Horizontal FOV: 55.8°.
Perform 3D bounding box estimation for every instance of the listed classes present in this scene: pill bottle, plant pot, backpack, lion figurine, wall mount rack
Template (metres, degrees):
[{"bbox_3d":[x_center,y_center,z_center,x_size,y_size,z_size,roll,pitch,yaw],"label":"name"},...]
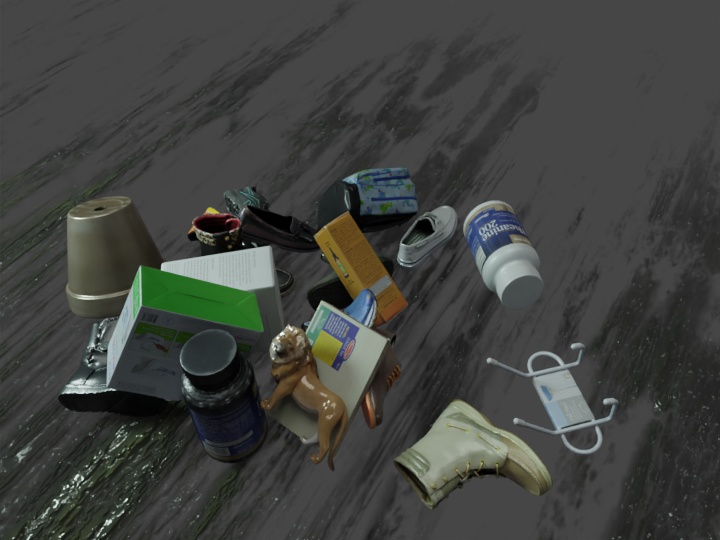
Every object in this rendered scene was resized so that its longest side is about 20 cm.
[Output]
[{"bbox_3d":[0.270,-0.029,1.274,0.108,0.113,0.203,-9,43,-5],"label":"pill bottle"},{"bbox_3d":[-0.465,-0.036,1.269,0.194,0.178,0.201,-6,23,3],"label":"plant pot"},{"bbox_3d":[-0.207,0.189,1.024,0.108,0.203,0.114,-3,43,3],"label":"pill bottle"},{"bbox_3d":[0.026,-0.139,1.378,0.195,0.162,0.159,6,75,-25],"label":"backpack"},{"bbox_3d":[-0.075,0.190,1.028,0.200,0.072,0.123,43,88,7],"label":"lion figurine"},{"bbox_3d":[0.296,0.191,1.068,0.169,0.076,0.202,-11,43,-6],"label":"wall mount rack"}]

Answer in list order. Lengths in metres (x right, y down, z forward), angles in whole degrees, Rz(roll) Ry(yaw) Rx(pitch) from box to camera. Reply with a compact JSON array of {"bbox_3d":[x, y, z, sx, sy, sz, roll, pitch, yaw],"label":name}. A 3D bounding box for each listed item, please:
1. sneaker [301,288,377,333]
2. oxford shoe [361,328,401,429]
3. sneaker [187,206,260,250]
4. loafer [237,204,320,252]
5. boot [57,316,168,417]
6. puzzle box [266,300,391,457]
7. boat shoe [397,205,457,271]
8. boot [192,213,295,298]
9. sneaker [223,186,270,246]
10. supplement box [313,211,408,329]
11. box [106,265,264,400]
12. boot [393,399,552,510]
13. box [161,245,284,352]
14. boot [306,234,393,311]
[{"bbox_3d":[-0.049,0.105,1.128,0.201,0.089,0.078,-49,13,-11],"label":"sneaker"},{"bbox_3d":[0.034,0.170,1.120,0.071,0.073,0.203,0,43,0],"label":"oxford shoe"},{"bbox_3d":[-0.277,-0.050,1.392,0.198,0.071,0.090,34,71,34],"label":"sneaker"},{"bbox_3d":[-0.154,-0.084,1.350,0.195,0.064,0.072,8,34,-32],"label":"loafer"},{"bbox_3d":[-0.401,0.157,1.166,0.194,0.078,0.171,-1,47,13],"label":"boot"},{"bbox_3d":[-0.050,0.168,1.064,0.131,0.025,0.204,28,91,23],"label":"puzzle box"},{"bbox_3d":[0.142,-0.081,1.374,0.072,0.068,0.201,19,48,23],"label":"boat shoe"},{"bbox_3d":[-0.224,-0.026,1.288,0.195,0.153,0.074,11,44,17],"label":"boot"},{"bbox_3d":[-0.225,-0.124,1.449,0.078,0.077,0.200,-22,46,-21],"label":"sneaker"},{"bbox_3d":[0.000,0.000,1.222,0.068,0.066,0.202,-36,93,-28],"label":"supplement box"},{"bbox_3d":[-0.279,0.111,1.076,0.196,0.178,0.098,14,33,-29],"label":"box"},{"bbox_3d":[0.160,0.291,0.979,0.153,0.073,0.198,-34,45,-28],"label":"boot"},{"bbox_3d":[-0.238,0.062,1.197,0.194,0.155,0.108,-9,42,-5],"label":"box"},{"bbox_3d":[-0.042,0.003,1.317,0.197,0.069,0.130,-24,39,-27],"label":"boot"}]
